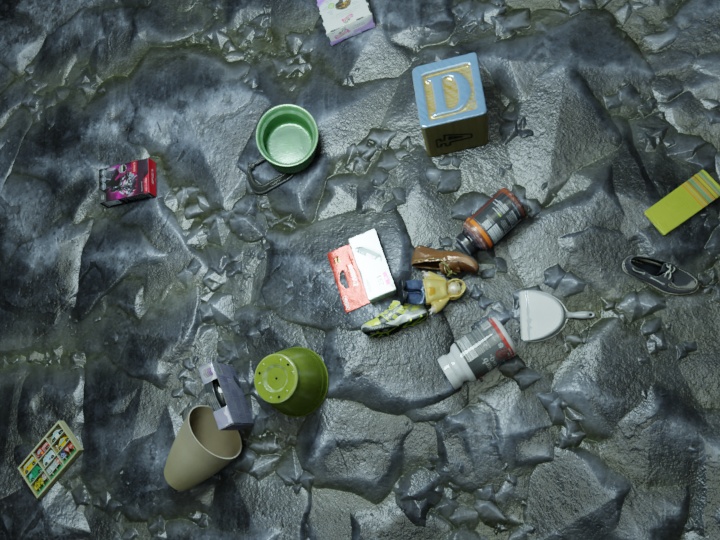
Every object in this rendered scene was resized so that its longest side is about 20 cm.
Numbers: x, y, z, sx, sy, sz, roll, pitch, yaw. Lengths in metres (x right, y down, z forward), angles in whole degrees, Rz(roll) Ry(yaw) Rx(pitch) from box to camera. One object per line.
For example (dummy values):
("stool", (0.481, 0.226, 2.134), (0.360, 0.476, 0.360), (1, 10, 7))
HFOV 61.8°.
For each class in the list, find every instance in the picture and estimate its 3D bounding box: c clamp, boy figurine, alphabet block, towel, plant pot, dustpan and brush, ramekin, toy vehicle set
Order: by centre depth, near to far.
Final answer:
("dustpan and brush", (0.538, 0.123, 1.643), (0.194, 0.057, 0.144), (-4, 78, 19))
("towel", (0.883, -0.185, 1.644), (0.198, 0.018, 0.087), (-36, 67, 4))
("boy figurine", (0.206, 0.063, 1.695), (0.194, 0.065, 0.128), (0, 71, -7))
("plant pot", (-0.208, 0.308, 1.698), (0.194, 0.193, 0.207), (-3, 76, 12))
("plant pot", (-0.474, 0.530, 1.734), (0.201, 0.186, 0.188), (-47, 71, 14))
("alphabet block", (0.265, -0.478, 1.759), (0.191, 0.200, 0.201), (-8, 76, 11))
("ramekin", (-0.226, -0.407, 1.894), (0.194, 0.098, 0.206), (0, 79, 0))
("toy vehicle set", (-0.980, 0.597, 1.903), (0.124, 0.027, 0.201), (41, 89, 18))
("c clamp", (-0.292, -0.350, 1.956), (0.197, 0.027, 0.173), (-33, 78, 3))

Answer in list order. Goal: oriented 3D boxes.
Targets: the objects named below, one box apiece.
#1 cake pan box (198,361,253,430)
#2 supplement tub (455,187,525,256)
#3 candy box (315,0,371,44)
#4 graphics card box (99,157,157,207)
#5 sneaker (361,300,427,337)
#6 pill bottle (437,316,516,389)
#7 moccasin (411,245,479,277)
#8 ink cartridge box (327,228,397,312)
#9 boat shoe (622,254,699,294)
("cake pan box", (-0.383, 0.363, 1.724), (0.051, 0.200, 0.188), (-26, 75, 1))
("supplement tub", (0.364, -0.132, 1.706), (0.199, 0.107, 0.108), (-41, 72, 2))
("candy box", (-0.057, -0.876, 1.990), (0.164, 0.072, 0.205), (-19, 74, 8))
("graphics card box", (-0.793, -0.298, 2.047), (0.194, 0.051, 0.129), (-10, 76, 12))
("sneaker", (0.093, 0.134, 1.736), (0.195, 0.076, 0.078), (-17, 67, -2))
("pill bottle", (0.314, 0.227, 1.633), (0.198, 0.116, 0.117), (-35, 72, 4))
("moccasin", (0.241, -0.019, 1.721), (0.196, 0.074, 0.079), (13, 66, 16))
("ink cartridge box", (0.000, 0.000, 1.797), (0.170, 0.044, 0.205), (-21, 74, 6))
("boat shoe", (0.799, 0.010, 1.594), (0.195, 0.063, 0.074), (21, 83, 17))
